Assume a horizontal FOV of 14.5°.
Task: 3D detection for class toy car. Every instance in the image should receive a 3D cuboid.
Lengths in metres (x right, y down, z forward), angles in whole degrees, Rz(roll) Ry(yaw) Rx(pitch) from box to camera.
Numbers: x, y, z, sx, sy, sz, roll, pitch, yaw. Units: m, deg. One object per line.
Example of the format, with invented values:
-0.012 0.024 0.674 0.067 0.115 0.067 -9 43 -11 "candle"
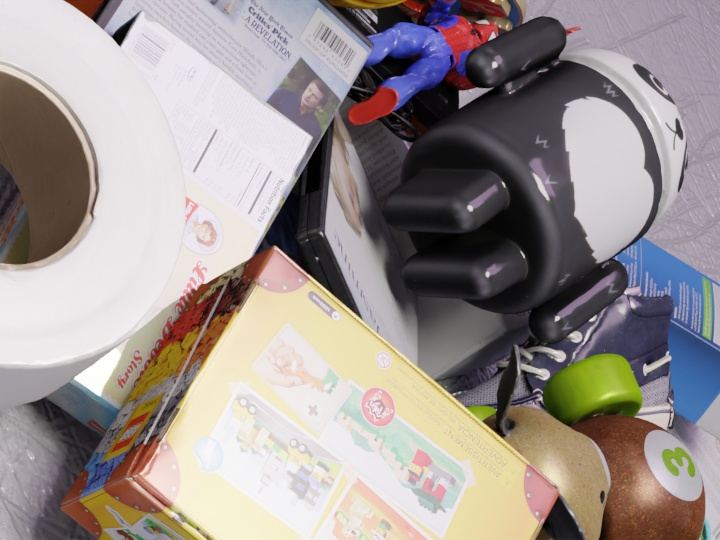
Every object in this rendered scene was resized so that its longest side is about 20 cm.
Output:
0.109 0.116 1.526 0.200 0.157 0.165 72 -4 -66 "toy car"

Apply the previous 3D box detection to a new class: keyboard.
-0.015 -0.145 1.714 0.200 0.040 0.104 41 32 -29 "keyboard"

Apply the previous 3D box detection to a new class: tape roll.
-0.184 -0.037 1.331 0.201 0.071 0.204 15 61 -28 "tape roll"

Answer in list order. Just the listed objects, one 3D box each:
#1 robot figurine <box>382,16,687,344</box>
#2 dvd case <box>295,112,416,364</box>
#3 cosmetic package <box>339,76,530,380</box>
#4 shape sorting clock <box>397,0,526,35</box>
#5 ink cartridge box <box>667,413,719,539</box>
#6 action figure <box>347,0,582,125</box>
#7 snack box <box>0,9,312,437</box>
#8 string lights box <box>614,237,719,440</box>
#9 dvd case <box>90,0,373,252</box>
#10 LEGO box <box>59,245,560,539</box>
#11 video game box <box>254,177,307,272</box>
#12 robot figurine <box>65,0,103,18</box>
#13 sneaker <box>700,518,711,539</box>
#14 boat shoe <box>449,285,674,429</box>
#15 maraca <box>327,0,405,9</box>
0.105 -0.052 1.654 0.125 0.151 0.200 40 47 21 "robot figurine"
0.000 0.000 1.611 0.200 0.017 0.143 -86 156 -66 "dvd case"
0.040 -0.037 1.783 0.101 0.071 0.201 -11 70 -61 "cosmetic package"
0.009 -0.189 1.798 0.200 0.199 0.039 28 71 -43 "shape sorting clock"
0.223 0.132 1.935 0.200 0.043 0.174 56 26 -1 "ink cartridge box"
0.058 -0.141 1.689 0.065 0.099 0.200 60 24 2 "action figure"
-0.114 -0.021 1.440 0.116 0.037 0.201 36 58 -16 "snack box"
0.176 0.021 1.883 0.199 0.059 0.103 31 25 -8 "string lights box"
-0.086 -0.096 1.522 0.143 0.018 0.201 41 56 -17 "dvd case"
-0.021 0.112 1.384 0.200 0.077 0.149 41 58 -15 "LEGO box"
-0.079 0.006 1.569 0.182 0.047 0.201 24 42 -43 "video game box"
-0.128 -0.173 1.606 0.200 0.144 0.117 47 72 -19 "robot figurine"
0.150 0.149 1.697 0.079 0.130 0.201 38 31 -31 "sneaker"
0.109 0.057 1.715 0.199 0.074 0.093 -6 103 -40 "boat shoe"
0.000 -0.200 1.598 0.136 0.108 0.200 14 9 -13 "maraca"
